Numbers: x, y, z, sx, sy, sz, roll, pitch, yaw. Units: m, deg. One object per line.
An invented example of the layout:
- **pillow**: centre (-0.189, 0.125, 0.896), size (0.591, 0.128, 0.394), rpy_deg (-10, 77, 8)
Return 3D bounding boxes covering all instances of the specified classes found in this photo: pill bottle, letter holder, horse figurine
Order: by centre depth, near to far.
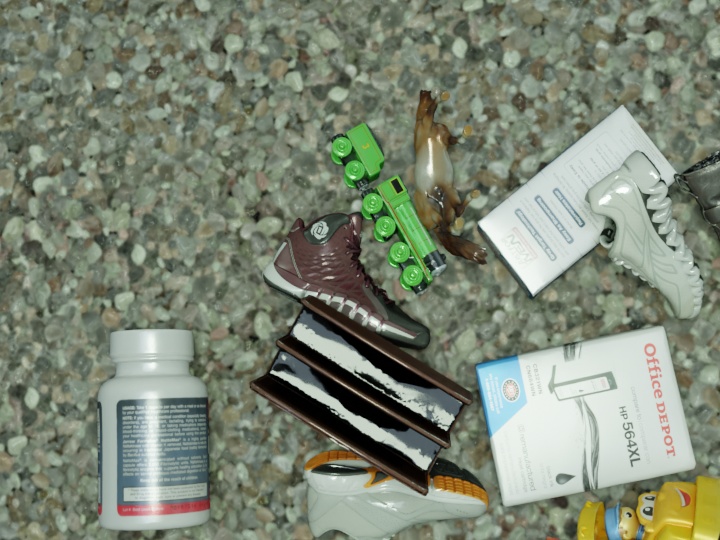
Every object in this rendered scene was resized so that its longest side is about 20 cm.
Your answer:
- **letter holder**: centre (0.003, 0.119, 1.146), size (0.198, 0.142, 0.102), rpy_deg (31, 92, 3)
- **pill bottle**: centre (-0.219, 0.167, 1.242), size (0.117, 0.120, 0.204), rpy_deg (-2, 84, 5)
- **horse figurine**: centre (0.087, -0.102, 1.242), size (0.049, 0.132, 0.204), rpy_deg (-8, 89, -16)

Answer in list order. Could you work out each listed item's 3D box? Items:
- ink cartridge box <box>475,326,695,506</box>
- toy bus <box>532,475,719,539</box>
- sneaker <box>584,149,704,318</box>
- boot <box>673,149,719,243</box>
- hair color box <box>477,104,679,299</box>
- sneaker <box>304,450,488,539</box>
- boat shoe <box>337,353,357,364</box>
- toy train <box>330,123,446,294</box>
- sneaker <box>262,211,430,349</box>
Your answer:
- **ink cartridge box**: centre (0.228, 0.148, 1.210), size (0.196, 0.084, 0.149), rpy_deg (-13, 83, 4)
- **toy bus**: centre (0.258, 0.293, 1.156), size (0.189, 0.136, 0.203), rpy_deg (14, 113, 15)
- **sneaker**: centre (0.292, -0.025, 1.203), size (0.080, 0.075, 0.201), rpy_deg (-30, 118, 4)
- **boot**: centre (0.440, -0.065, 1.205), size (0.197, 0.069, 0.177), rpy_deg (-21, 100, 5)
- **hair color box**: centre (0.230, -0.071, 1.253), size (0.199, 0.061, 0.101), rpy_deg (-38, 83, 0)
- **sneaker**: centre (0.036, 0.250, 1.242), size (0.196, 0.076, 0.094), rpy_deg (6, 106, 3)
- **boat shoe**: centre (0.007, 0.130, 1.247), size (0.196, 0.073, 0.066), rpy_deg (13, 80, 7)
- **toy train**: centre (0.031, -0.069, 1.285), size (0.056, 0.042, 0.202), rpy_deg (-28, 82, -9)
- **sneaker**: centre (0.000, 0.000, 1.263), size (0.197, 0.076, 0.117), rpy_deg (24, 84, 8)
